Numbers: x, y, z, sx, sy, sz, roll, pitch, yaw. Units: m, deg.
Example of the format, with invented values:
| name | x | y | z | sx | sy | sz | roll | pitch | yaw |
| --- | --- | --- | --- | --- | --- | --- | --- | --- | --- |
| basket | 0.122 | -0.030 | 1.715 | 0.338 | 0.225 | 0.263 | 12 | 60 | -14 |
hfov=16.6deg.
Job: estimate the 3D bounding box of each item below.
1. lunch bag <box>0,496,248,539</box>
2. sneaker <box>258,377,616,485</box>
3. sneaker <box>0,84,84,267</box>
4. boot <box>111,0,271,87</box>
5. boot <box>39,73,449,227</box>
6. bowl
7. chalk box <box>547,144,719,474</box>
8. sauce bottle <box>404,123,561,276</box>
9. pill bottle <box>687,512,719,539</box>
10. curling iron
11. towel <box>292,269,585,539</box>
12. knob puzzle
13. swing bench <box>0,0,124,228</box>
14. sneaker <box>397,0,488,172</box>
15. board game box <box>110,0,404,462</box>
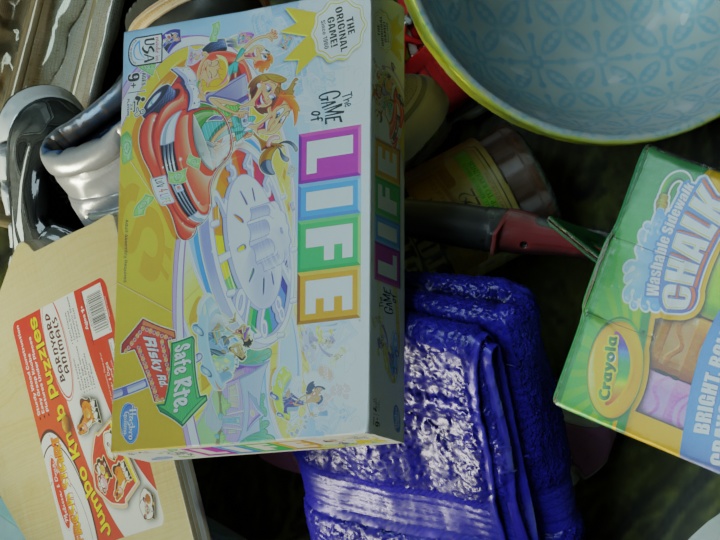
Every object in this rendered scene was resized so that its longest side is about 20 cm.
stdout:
| name | x | y | z | sx | sy | sz | roll | pitch | yaw |
| --- | --- | --- | --- | --- | --- | --- | --- | --- | --- |
| lunch bag | -0.137 | 0.188 | 1.321 | 0.200 | 0.077 | 0.160 | 22 | 96 | 38 |
| sneaker | 0.035 | 0.054 | 1.218 | 0.200 | 0.081 | 0.089 | 5 | 50 | 27 |
| sneaker | -0.155 | 0.001 | 1.334 | 0.090 | 0.066 | 0.200 | -162 | 64 | -67 |
| boot | -0.079 | -0.060 | 1.283 | 0.200 | 0.077 | 0.138 | 117 | 143 | -66 |
| boot | -0.062 | -0.067 | 1.193 | 0.200 | 0.096 | 0.074 | -26 | 29 | 24 |
| bowl | 0.106 | -0.150 | 1.161 | 0.108 | 0.200 | 0.200 | 153 | 122 | -79 |
| chalk box | 0.171 | 0.026 | 1.069 | 0.200 | 0.125 | 0.124 | 22 | 95 | 31 |
| sauce bottle | 0.000 | 0.000 | 1.196 | 0.200 | 0.065 | 0.065 | -30 | 61 | -6 |
| pill bottle | 0.214 | 0.190 | 1.031 | 0.200 | 0.113 | 0.113 | 46 | 110 | 33 |
| curling iron | 0.069 | -0.008 | 1.155 | 0.200 | 0.026 | 0.050 | 15 | 92 | -3 |
| towel | 0.028 | 0.093 | 1.148 | 0.148 | 0.050 | 0.200 | 4 | 123 | 27 |
| knob puzzle | -0.138 | 0.078 | 1.258 | 0.220 | 0.030 | 0.220 | 19 | 114 | 51 |
| swing bench | -0.243 | -0.136 | 1.407 | 0.130 | 0.200 | 0.199 | -161 | 86 | -72 |
| sneaker | 0.020 | -0.102 | 1.246 | 0.200 | 0.085 | 0.077 | -50 | 58 | 20 |
| board game box | -0.046 | -0.018 | 1.109 | 0.134 | 0.034 | 0.200 | -7 | 75 | 28 |
